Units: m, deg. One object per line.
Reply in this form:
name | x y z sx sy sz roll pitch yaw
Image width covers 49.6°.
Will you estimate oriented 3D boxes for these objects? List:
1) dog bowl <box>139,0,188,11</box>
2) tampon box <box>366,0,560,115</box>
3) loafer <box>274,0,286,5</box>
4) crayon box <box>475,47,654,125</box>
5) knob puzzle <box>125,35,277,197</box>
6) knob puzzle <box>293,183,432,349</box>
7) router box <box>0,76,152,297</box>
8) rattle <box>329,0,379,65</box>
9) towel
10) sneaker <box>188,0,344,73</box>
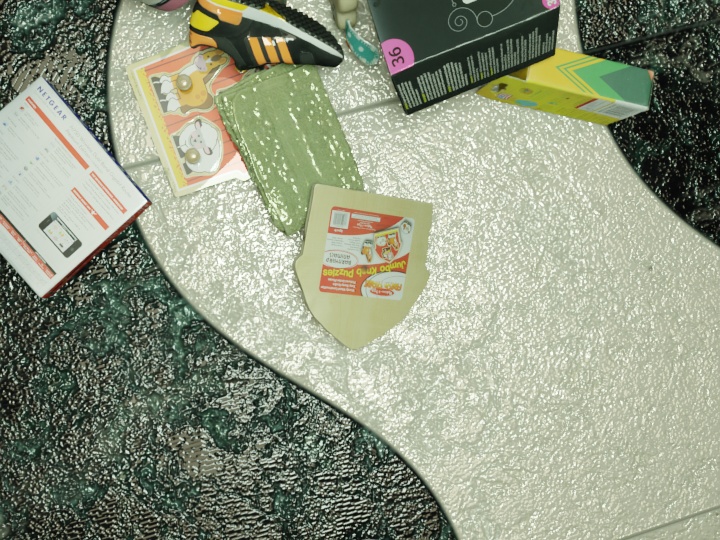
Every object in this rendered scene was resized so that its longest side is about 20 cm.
dog bowl | -0.218 -0.401 0.925 0.073 0.199 0.204 28 88 -39
tampon box | 0.113 -0.303 0.907 0.196 0.126 0.153 -20 76 8
loafer | -0.132 -0.428 0.989 0.073 0.070 0.205 -16 94 -7
crayon box | 0.262 -0.244 1.020 0.195 0.127 0.052 10 90 -8
knob puzzle | -0.180 -0.214 1.009 0.214 0.030 0.226 0 91 -8
knob puzzle | 0.000 0.000 1.024 0.215 0.030 0.226 -5 102 -25
router box | -0.393 -0.101 0.974 0.179 0.049 0.201 -41 96 -5
rattle | -0.061 -0.337 0.965 0.141 0.130 0.203 -25 133 -19
towel | -0.087 -0.163 1.005 0.147 0.036 0.203 -30 98 -21
sneaker | -0.118 -0.283 0.971 0.196 0.071 0.091 16 122 -27
